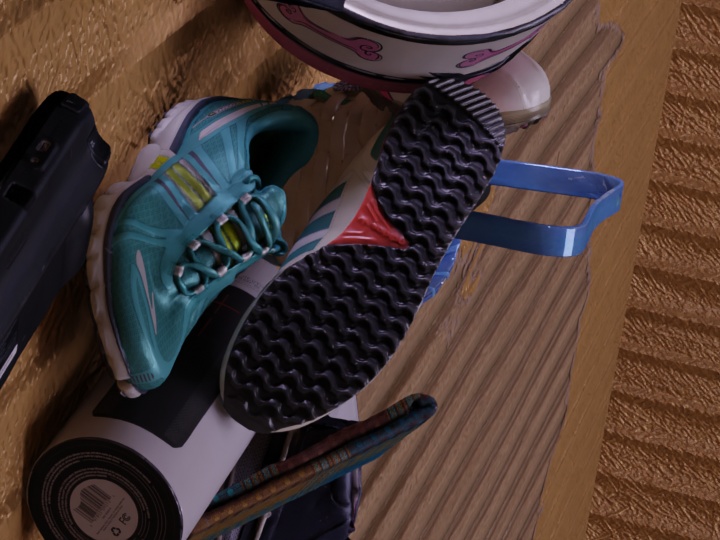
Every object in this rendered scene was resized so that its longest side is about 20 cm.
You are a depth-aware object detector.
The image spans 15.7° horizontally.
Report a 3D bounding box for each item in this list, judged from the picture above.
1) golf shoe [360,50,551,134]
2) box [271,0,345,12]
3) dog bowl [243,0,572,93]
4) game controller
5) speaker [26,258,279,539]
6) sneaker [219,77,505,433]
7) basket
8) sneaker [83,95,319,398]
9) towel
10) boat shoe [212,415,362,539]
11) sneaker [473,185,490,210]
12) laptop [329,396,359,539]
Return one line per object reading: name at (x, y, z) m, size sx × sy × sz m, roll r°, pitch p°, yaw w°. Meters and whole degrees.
golf shoe at (0.022, -0.138, 1.374) m, size 0.072 × 0.200 × 0.093 m, roll -25°, pitch 135°, yaw -37°
box at (-0.064, -0.214, 1.029) m, size 0.200 × 0.123 × 0.198 m, roll -9°, pitch 110°, yaw -77°
dog bowl at (0.020, -0.176, 1.310) m, size 0.074 × 0.199 × 0.201 m, roll 115°, pitch -2°, yaw -54°
game controller at (-0.155, 0.015, 1.071) m, size 0.200 × 0.042 × 0.105 m, roll -63°, pitch 176°, yaw -47°
speaker at (-0.090, 0.068, 1.295) m, size 0.200 × 0.081 × 0.082 m, roll -56°, pitch 156°, yaw -58°
sneaker at (0.000, -0.001, 1.291) m, size 0.200 × 0.070 × 0.093 m, roll -56°, pitch -179°, yaw -11°
basket at (0.043, -0.046, 1.499) m, size 0.176 × 0.199 × 0.140 m, roll -36°, pitch 138°, yaw -73°
sneaker at (-0.076, -0.021, 1.247) m, size 0.201 × 0.079 × 0.078 m, roll -68°, pitch 147°, yaw -45°
towel at (-0.036, 0.108, 1.391) m, size 0.022 × 0.146 × 0.200 m, roll 63°, pitch -10°, yaw 6°
boat shoe at (-0.053, 0.169, 1.530) m, size 0.075 × 0.092 × 0.202 m, roll -60°, pitch 160°, yaw -75°
sneaker at (0.034, -0.051, 1.803) m, size 0.200 × 0.074 × 0.085 m, roll 7°, pitch 102°, yaw -69°
laptop at (0.013, 0.174, 1.805) m, size 0.188 × 0.115 × 0.201 m, roll 85°, pitch 22°, yaw -57°
